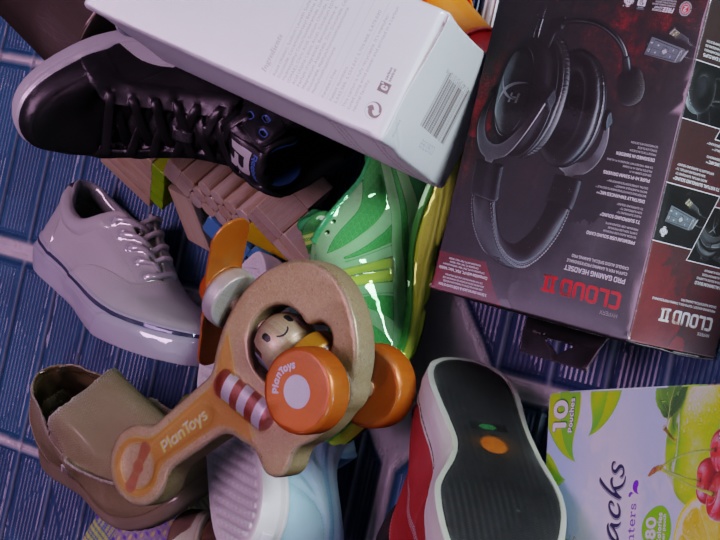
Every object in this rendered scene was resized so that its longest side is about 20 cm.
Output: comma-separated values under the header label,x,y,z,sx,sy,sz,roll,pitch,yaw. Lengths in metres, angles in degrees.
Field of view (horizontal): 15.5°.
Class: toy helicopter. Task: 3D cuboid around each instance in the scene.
label,x,y,z,sx,sy,sz,roll,pitch,yaw
toy helicopter,-0.073,0.061,1.457,0.200,0.079,0.133,-38,69,31

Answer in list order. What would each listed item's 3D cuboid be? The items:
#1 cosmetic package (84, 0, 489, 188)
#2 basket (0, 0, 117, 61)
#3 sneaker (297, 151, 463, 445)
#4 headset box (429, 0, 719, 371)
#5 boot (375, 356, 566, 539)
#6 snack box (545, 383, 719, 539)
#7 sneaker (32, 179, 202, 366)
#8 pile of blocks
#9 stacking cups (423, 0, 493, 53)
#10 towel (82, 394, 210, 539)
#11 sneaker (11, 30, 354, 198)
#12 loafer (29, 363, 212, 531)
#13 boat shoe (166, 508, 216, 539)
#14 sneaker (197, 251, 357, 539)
label,x,y,z,sx,sy,sz,roll,pitch,yaw
cosmetic package,-0.036,-0.127,1.441,0.200,0.113,0.081,27,88,21
basket,-0.163,-0.193,1.648,0.200,0.180,0.136,52,139,41
sneaker,0.000,0.000,1.498,0.074,0.083,0.201,146,138,-82
headset box,0.128,-0.049,1.390,0.149,0.077,0.201,16,92,47
boot,0.050,0.158,1.389,0.200,0.072,0.145,-98,23,-60
snack box,0.152,0.161,1.329,0.142,0.053,0.201,-7,76,53
sneaker,-0.147,-0.001,1.669,0.200,0.073,0.071,33,112,46
pile of blocks,-0.078,-0.055,1.632,0.200,0.082,0.062,31,61,36
stacking cups,0.036,-0.155,1.531,0.200,0.060,0.061,49,117,34
towel,-0.125,0.193,1.645,0.144,0.023,0.200,49,116,41
sneaker,-0.096,-0.087,1.540,0.112,0.199,0.073,-118,24,-50
loafer,-0.152,0.103,1.606,0.200,0.076,0.068,10,133,55
boat shoe,-0.076,0.243,1.547,0.075,0.075,0.203,3,98,18
sneaker,-0.044,0.086,1.546,0.074,0.082,0.201,-33,47,43
